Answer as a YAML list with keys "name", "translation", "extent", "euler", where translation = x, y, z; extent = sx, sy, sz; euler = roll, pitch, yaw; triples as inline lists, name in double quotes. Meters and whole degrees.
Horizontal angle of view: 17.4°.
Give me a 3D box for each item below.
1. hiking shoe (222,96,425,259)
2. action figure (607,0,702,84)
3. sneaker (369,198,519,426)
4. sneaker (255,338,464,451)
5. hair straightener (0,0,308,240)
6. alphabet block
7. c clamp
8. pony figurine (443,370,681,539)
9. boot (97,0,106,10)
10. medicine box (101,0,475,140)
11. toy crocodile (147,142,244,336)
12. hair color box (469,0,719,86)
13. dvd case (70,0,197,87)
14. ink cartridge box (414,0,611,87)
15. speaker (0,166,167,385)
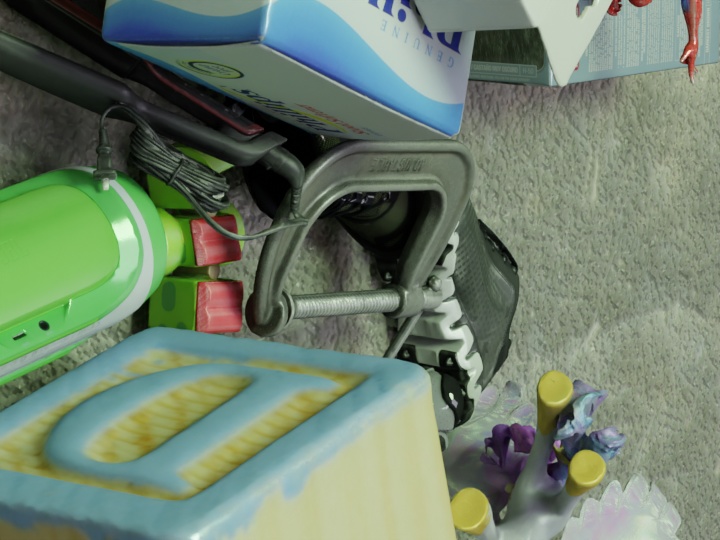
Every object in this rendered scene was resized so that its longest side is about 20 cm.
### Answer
- name: "hiking shoe"
  translation: [-0.028, -0.057, 1.329]
  extent: [0.200, 0.075, 0.101]
  euler: [54, 48, -42]
- name: "action figure"
  translation: [0.183, -0.187, 1.431]
  extent: [0.200, 0.065, 0.099]
  euler: [-61, 156, -57]
- name: "sneaker"
  translation: [0.055, -0.008, 1.462]
  extent: [0.090, 0.066, 0.201]
  euler: [-39, 128, -45]
- name: "sneaker"
  translation: [-0.001, 0.072, 1.301]
  extent: [0.200, 0.115, 0.075]
  euler: [78, 1, -78]
- name: "hair straightener"
  translation: [-0.111, -0.068, 1.189]
  extent: [0.200, 0.041, 0.077]
  euler: [33, 66, -17]
- name: "alphabet block"
  translation: [-0.077, 0.161, 1.139]
  extent: [0.195, 0.196, 0.201]
  euler: [-29, 118, -44]
- name: "c clamp"
  translation: [0.000, 0.000, 1.321]
  extent: [0.200, 0.027, 0.171]
  euler: [5, 119, -57]
- name: "pony figurine"
  translation: [0.104, 0.150, 1.444]
  extent: [0.193, 0.166, 0.200]
  euler: [-51, 164, -31]
- name: "boot"
  translation: [-0.075, -0.232, 1.242]
  extent: [0.200, 0.066, 0.176]
  euler: [-36, 128, -44]
- name: "medicine box"
  translation: [-0.022, -0.183, 1.179]
  extent: [0.182, 0.103, 0.201]
  euler: [20, 75, -54]
- name: "toy crocodile"
  translation: [-0.090, 0.024, 1.283]
  extent: [0.067, 0.062, 0.201]
  euler: [-10, 104, -50]
- name: "hair color box"
  translation: [0.138, -0.157, 1.510]
  extent: [0.200, 0.099, 0.061]
  euler: [-12, 105, -50]
- name: "dvd case"
  translation: [-0.100, -0.212, 1.271]
  extent: [0.149, 0.016, 0.201]
  euler: [43, 63, -46]
- name: "ink cartridge box"
  translation: [0.059, -0.197, 1.147]
  extent: [0.117, 0.067, 0.200]
  euler: [-58, 135, -35]
- name: "speaker"
  translation: [-0.186, 0.011, 1.143]
  extent: [0.200, 0.088, 0.089]
  euler: [-26, 115, -46]
